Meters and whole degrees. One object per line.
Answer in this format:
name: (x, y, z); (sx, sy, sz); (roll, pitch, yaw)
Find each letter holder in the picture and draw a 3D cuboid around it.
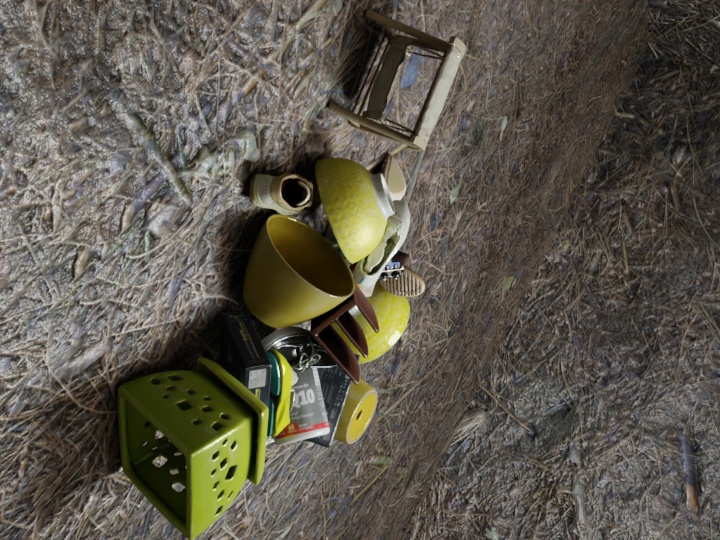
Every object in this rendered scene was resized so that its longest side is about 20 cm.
letter holder: (-0.013, 0.113, 1.610); (0.100, 0.142, 0.200); (-37, -169, 5)

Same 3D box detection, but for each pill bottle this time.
pill bottle: (-0.135, 0.234, 1.686); (0.114, 0.113, 0.202); (12, 63, -67)

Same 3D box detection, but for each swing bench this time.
swing bench: (0.079, -0.343, 1.586); (0.200, 0.199, 0.130); (-67, 157, 3)

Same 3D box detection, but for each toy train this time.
toy train: (0.000, 0.000, 1.725); (0.198, 0.034, 0.046); (-5, 102, -25)

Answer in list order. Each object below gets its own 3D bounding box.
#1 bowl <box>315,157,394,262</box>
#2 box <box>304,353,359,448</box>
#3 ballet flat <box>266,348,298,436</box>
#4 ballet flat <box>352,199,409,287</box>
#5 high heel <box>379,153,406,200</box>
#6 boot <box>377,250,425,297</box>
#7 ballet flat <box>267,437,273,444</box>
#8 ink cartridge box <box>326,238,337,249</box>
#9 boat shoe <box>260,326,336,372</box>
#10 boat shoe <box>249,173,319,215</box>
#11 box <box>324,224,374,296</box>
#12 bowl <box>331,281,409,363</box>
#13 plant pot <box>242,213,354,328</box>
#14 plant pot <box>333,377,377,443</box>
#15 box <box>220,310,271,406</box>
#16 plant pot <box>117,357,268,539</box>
bowl: (0.001, -0.126, 1.597); (0.200, 0.107, 0.202); (-18, 90, -81)
box: (-0.104, 0.247, 1.772); (0.051, 0.156, 0.202); (94, 14, -75)
ballet flat: (-0.147, 0.216, 1.560); (0.067, 0.067, 0.201); (-19, 131, -36)
ballet flat: (0.049, -0.058, 1.688); (0.201, 0.069, 0.070); (-61, 157, -17)
high heel: (0.034, -0.150, 1.896); (0.071, 0.142, 0.202); (10, 70, -38)
boot: (0.080, -0.012, 1.917); (0.166, 0.199, 0.073); (-32, 135, -57)
ballet flat: (-0.217, 0.340, 1.786); (0.200, 0.071, 0.072); (-16, 126, -63)
ink cartridge box: (-0.126, 0.014, 1.687); (0.200, 0.048, 0.147); (-16, 127, -65)
boat shoe: (-0.110, 0.156, 1.599); (0.074, 0.068, 0.199); (-44, 151, 18)
boat shoe: (-0.119, -0.133, 1.510); (0.200, 0.066, 0.075); (-9, 102, -64)
box: (-0.012, -0.049, 1.802); (0.112, 0.101, 0.202); (-7, 118, -63)
bowl: (0.000, 0.095, 1.908); (0.108, 0.199, 0.201); (46, 67, -35)
plant pot: (-0.130, 0.019, 1.535); (0.142, 0.200, 0.200); (-46, 165, 23)
plant pot: (-0.072, 0.280, 1.881); (0.201, 0.188, 0.202); (-47, 150, -38)
box: (-0.210, 0.198, 1.526); (0.051, 0.158, 0.201); (-7, 127, -22)
plant pot: (-0.264, 0.273, 1.393); (0.181, 0.198, 0.201); (-26, 137, -39)
